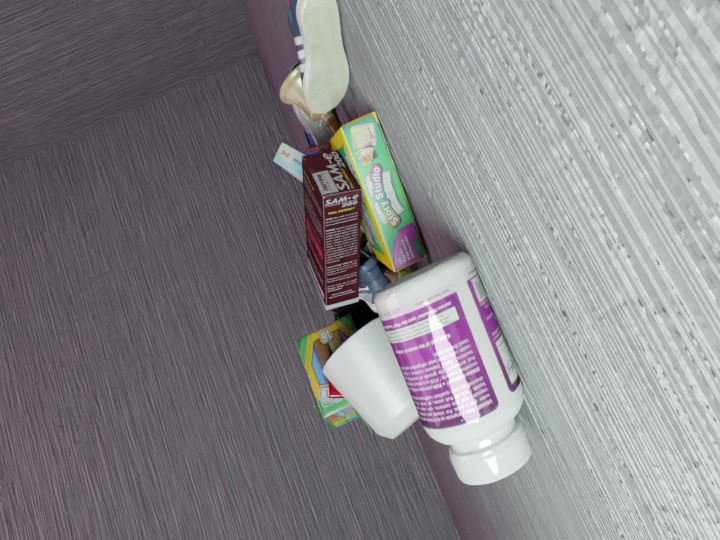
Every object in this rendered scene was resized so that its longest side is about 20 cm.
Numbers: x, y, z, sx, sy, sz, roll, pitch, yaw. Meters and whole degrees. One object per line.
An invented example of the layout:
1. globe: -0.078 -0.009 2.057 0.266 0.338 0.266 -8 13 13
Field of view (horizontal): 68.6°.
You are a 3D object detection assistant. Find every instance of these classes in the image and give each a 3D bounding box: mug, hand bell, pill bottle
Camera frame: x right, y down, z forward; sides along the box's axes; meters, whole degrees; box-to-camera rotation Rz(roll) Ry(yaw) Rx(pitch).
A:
1. mug: 0.052 0.170 0.859 0.155 0.183 0.151 51 159 18
2. hand bell: -0.046 -0.255 0.924 0.203 0.103 0.104 54 174 7
3. pill bottle: 0.096 0.097 0.529 0.112 0.109 0.207 151 97 -86

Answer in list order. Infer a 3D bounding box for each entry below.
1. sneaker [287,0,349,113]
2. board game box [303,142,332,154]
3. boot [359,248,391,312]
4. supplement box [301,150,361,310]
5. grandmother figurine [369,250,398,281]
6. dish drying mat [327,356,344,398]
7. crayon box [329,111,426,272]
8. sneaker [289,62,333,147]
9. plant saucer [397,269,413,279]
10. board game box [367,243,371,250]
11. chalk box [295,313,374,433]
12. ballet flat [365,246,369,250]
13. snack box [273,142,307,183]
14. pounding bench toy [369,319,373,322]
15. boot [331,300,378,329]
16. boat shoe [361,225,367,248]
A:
1. sneaker: -0.063 -0.318 0.740 0.202 0.073 0.086 94 153 -59
2. board game box: -0.048 -0.191 0.990 0.103 0.020 0.199 45 175 -20
3. boot: 0.000 0.000 0.920 0.092 0.072 0.199 59 166 -21
4. supplement box: -0.043 -0.057 0.785 0.110 0.059 0.205 -119 22 -45
5. grandmother figurine: 0.058 0.011 0.987 0.201 0.058 0.125 -124 20 -58
6. dish drying mat: 0.038 0.185 0.941 0.018 0.191 0.079 100 166 -55
7. crayon box: 0.021 -0.115 0.781 0.173 0.057 0.206 -137 25 -78
8. sneaker: -0.103 -0.332 1.107 0.204 0.079 0.147 64 174 -26
9. plant saucer: 0.121 0.118 0.764 0.202 0.046 0.204 74 173 -56
10. board game box: -0.003 -0.142 1.129 0.202 0.033 0.137 -116 6 -49
11. chalk box: -0.028 0.216 1.011 0.126 0.120 0.205 75 171 -64
12. ballet flat: 0.028 -0.008 1.248 0.071 0.066 0.204 50 -167 -48
13. snack box: -0.053 -0.146 0.927 0.115 0.038 0.199 33 -178 31
14. pounding bench toy: 0.075 0.164 1.093 0.200 0.120 0.161 -155 42 -84
15. boot: 0.028 0.118 1.171 0.203 0.163 0.078 71 175 -49
16. boat shoe: -0.022 -0.061 0.969 0.074 0.074 0.200 25 180 8
